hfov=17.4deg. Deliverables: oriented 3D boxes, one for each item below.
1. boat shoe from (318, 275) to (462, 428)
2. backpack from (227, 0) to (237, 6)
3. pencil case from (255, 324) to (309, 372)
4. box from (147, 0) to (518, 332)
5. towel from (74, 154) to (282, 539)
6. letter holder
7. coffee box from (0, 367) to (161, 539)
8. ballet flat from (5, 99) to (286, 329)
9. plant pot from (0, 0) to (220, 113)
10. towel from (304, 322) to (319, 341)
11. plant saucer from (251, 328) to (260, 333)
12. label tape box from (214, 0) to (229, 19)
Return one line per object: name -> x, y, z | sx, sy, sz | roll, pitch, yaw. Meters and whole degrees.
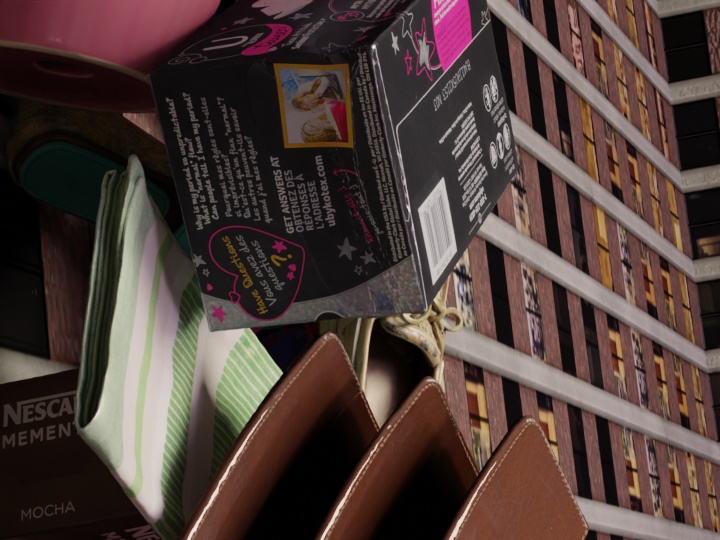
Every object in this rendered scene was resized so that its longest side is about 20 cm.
boat shoe -> 0.016, 0.057, 1.200 | 0.073, 0.062, 0.201 | 28, 68, -38
backpack -> -0.016, -0.173, 1.399 | 0.164, 0.152, 0.201 | -78, 165, -59
pencil case -> -0.013, 0.103, 1.365 | 0.200, 0.086, 0.079 | 52, 54, -55
box -> -0.008, -0.068, 1.131 | 0.200, 0.114, 0.133 | -52, 134, -63
towel -> -0.074, 0.064, 1.078 | 0.200, 0.023, 0.153 | 60, 24, -47
letter holder -> 0.004, 0.133, 1.040 | 0.200, 0.100, 0.143 | -58, 134, -42
coffee box -> -0.109, 0.121, 1.161 | 0.200, 0.112, 0.080 | 51, 33, -59
ballet flat -> -0.104, -0.038, 1.255 | 0.199, 0.070, 0.071 | 31, 46, -32
plant pot -> -0.135, -0.179, 1.144 | 0.200, 0.198, 0.181 | 31, 67, -68
towel -> 0.000, 0.000, 1.321 | 0.200, 0.022, 0.146 | -5, 79, -73
plant saucer -> -0.090, 0.073, 1.352 | 0.200, 0.050, 0.202 | -11, 90, -72
label tape box -> -0.092, -0.180, 1.462 | 0.200, 0.066, 0.145 | 1, 80, -68
